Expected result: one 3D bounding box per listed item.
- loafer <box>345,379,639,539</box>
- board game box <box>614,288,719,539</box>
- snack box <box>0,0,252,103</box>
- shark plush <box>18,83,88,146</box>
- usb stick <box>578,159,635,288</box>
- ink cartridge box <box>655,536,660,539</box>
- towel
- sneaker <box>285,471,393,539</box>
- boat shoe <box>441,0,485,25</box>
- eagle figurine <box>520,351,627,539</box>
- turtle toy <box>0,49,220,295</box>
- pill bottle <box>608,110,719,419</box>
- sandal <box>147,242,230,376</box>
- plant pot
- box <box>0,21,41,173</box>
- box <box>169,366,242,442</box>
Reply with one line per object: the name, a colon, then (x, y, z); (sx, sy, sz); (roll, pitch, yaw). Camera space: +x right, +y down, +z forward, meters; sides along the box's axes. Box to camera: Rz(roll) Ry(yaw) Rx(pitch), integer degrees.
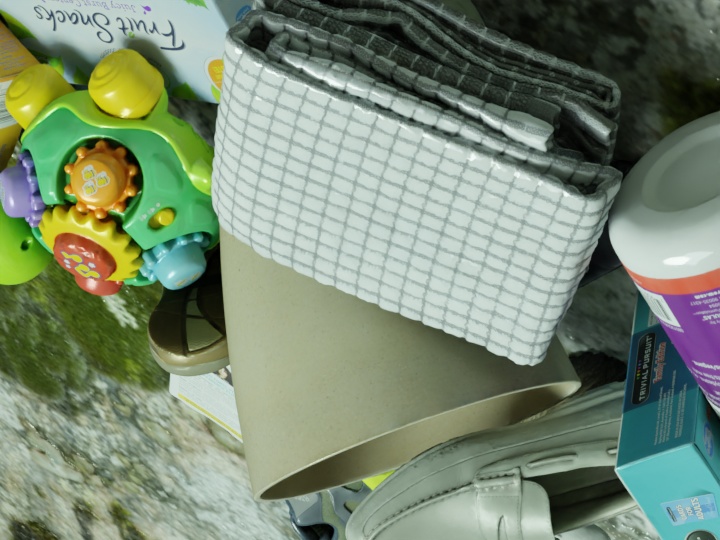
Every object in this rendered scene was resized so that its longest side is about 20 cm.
loafer: (0.089, 0.122, 1.535); (0.070, 0.200, 0.070); (60, -172, -45)
board game box: (0.205, 0.119, 1.491); (0.047, 0.151, 0.200); (-21, 120, 25)
snack box: (-0.134, -0.166, 1.591); (0.200, 0.053, 0.142); (11, 142, 43)
shark plush: (-0.212, -0.108, 1.738); (0.200, 0.083, 0.091); (41, 153, -2)
usb stick: (0.106, -0.012, 1.547); (0.055, 0.033, 0.200); (43, 152, -8)
ink cartridge box: (0.197, 0.222, 1.600); (0.116, 0.200, 0.068); (45, 152, -12)
towel: (0.029, -0.058, 1.390); (0.200, 0.086, 0.166); (22, 147, 6)
sneaker: (-0.005, 0.152, 1.833); (0.074, 0.081, 0.200); (52, 175, 26)
boat shoe: (0.002, -0.137, 1.446); (0.060, 0.072, 0.202); (27, 165, 51)
eagle figurine: (0.095, 0.131, 1.662); (0.150, 0.152, 0.200); (-1, 165, -1)
turtle toy: (-0.156, -0.041, 1.632); (0.200, 0.101, 0.146); (-6, 138, 44)
pill bottle: (0.211, 0.023, 1.387); (0.112, 0.113, 0.200); (3, 136, 49)
sandal: (-0.077, 0.021, 1.652); (0.080, 0.200, 0.054); (-9, 113, 13)
plant pot: (0.000, 0.000, 1.533); (0.187, 0.187, 0.200); (-37, 70, 62)
box: (-0.279, -0.139, 1.712); (0.200, 0.041, 0.119); (45, 132, 23)
box: (-0.075, 0.045, 1.817); (0.082, 0.049, 0.200); (34, 156, 10)
